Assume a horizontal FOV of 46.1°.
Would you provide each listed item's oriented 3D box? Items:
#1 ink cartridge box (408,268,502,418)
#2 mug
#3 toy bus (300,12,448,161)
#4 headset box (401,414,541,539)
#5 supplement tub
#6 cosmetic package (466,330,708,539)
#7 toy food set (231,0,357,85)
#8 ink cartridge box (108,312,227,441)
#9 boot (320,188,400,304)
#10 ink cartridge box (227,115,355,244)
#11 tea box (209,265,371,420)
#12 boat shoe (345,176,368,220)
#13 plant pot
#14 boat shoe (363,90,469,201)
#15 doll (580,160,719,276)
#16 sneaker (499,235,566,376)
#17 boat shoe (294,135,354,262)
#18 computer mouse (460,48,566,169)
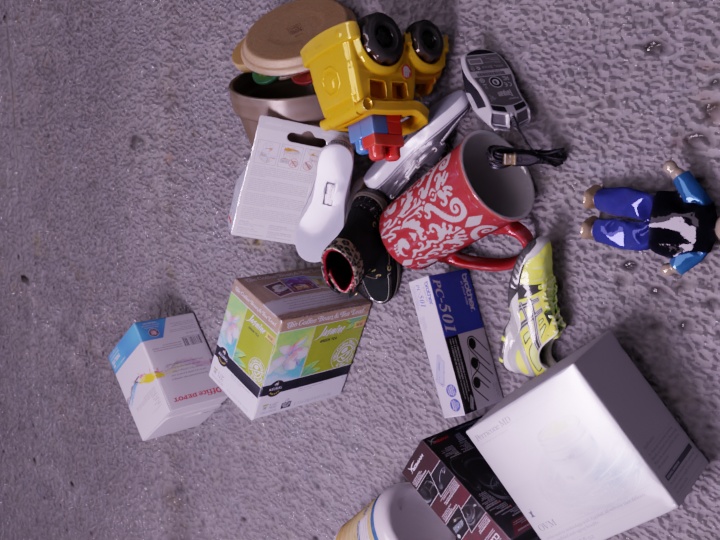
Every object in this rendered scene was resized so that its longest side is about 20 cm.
[{"bbox_3d":[0.138,0.103,1.224,0.044,0.094,0.201,-20,83,45],"label":"ink cartridge box"},{"bbox_3d":[0.132,-0.069,1.180,0.200,0.133,0.178,-33,71,46],"label":"mug"},{"bbox_3d":[0.036,-0.245,1.187,0.135,0.199,0.193,-17,83,50],"label":"toy bus"},{"bbox_3d":[0.181,0.311,1.178,0.200,0.148,0.077,46,127,29],"label":"headset box"},{"bbox_3d":[0.041,0.441,1.341,0.200,0.144,0.145,-49,63,38],"label":"supplement tub"},{"bbox_3d":[0.278,0.220,1.060,0.200,0.123,0.199,55,131,10],"label":"cosmetic package"},{"bbox_3d":[-0.097,-0.361,1.339,0.198,0.200,0.049,41,160,40],"label":"toy food set"},{"bbox_3d":[-0.394,0.217,1.738,0.146,0.146,0.201,-44,66,39],"label":"ink cartridge box"},{"bbox_3d":[-0.001,-0.001,1.270,0.073,0.154,0.204,7,129,21],"label":"boot"},{"bbox_3d":[-0.108,-0.139,1.317,0.050,0.161,0.201,-119,42,-59],"label":"ink cartridge box"},{"bbox_3d":[-0.117,0.114,1.406,0.133,0.199,0.198,37,121,35],"label":"tea box"},{"bbox_3d":[-0.021,-0.068,1.371,0.069,0.071,0.201,40,122,41],"label":"boat shoe"},{"bbox_3d":[-0.102,-0.226,1.364,0.200,0.200,0.174,25,131,40],"label":"plant pot"},{"bbox_3d":[0.094,-0.176,1.242,0.066,0.070,0.200,41,110,-19],"label":"boat shoe"},{"bbox_3d":[0.361,-0.063,1.006,0.199,0.048,0.137,14,107,43],"label":"doll"},{"bbox_3d":[0.242,0.050,1.137,0.076,0.075,0.201,19,120,33],"label":"sneaker"},{"bbox_3d":[-0.046,-0.107,1.284,0.073,0.065,0.201,21,118,-1],"label":"boat shoe"},{"bbox_3d":[0.190,-0.213,1.135,0.044,0.109,0.201,112,143,-56],"label":"computer mouse"}]
